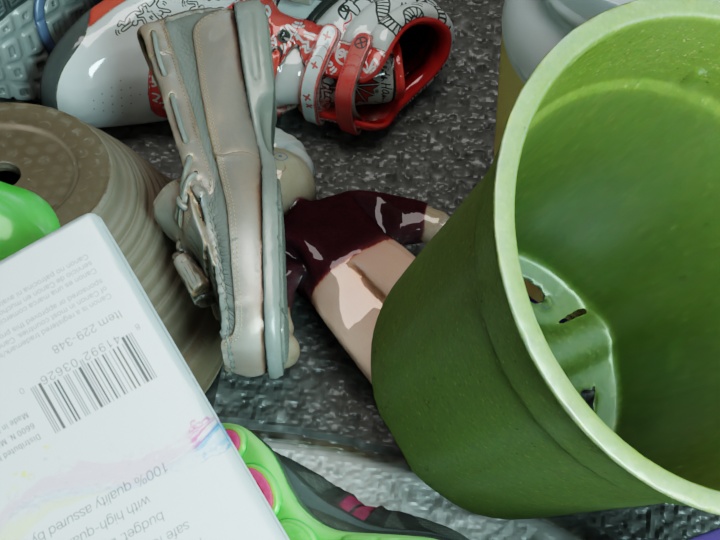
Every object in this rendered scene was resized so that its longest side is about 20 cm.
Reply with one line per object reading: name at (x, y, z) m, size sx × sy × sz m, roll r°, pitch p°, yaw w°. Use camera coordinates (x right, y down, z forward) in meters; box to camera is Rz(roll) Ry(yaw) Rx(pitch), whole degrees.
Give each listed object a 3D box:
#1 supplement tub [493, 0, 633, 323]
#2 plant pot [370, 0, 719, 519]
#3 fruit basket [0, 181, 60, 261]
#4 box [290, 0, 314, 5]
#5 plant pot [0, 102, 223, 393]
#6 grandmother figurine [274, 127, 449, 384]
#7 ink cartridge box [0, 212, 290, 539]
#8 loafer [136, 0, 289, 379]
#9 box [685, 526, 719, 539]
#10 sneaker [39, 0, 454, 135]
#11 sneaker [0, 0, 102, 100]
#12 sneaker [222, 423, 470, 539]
supplement tub at (0.131, -0.071, 1.161) m, size 0.144 × 0.201 × 0.146 m, roll 1°, pitch 43°, yaw -1°
plant pot at (0.097, 0.019, 1.035) m, size 0.199 × 0.190 × 0.201 m, roll 8°, pitch 70°, yaw -24°
fruit basket at (-0.231, -0.006, 1.053) m, size 0.215 × 0.217 × 0.155 m, roll 31°, pitch 25°, yaw 28°
box at (-0.102, -0.201, 1.284) m, size 0.199 × 0.083 × 0.068 m, roll 15°, pitch 39°, yaw 11°
plant pot at (-0.157, -0.008, 1.168) m, size 0.199 × 0.093 × 0.202 m, roll 1°, pitch 45°, yaw -1°
grandmother figurine at (0.000, 0.000, 1.189) m, size 0.121 × 0.061 × 0.200 m, roll -22°, pitch 50°, yaw -35°
ink cartridge box at (-0.111, 0.104, 0.978) m, size 0.147 × 0.086 × 0.201 m, roll -28°, pitch 72°, yaw -9°
loafer at (-0.066, -0.035, 1.155) m, size 0.062 × 0.072 × 0.201 m, roll -3°, pitch 52°, yaw -3°
box at (0.109, 0.196, 0.950) m, size 0.199 × 0.105 × 0.148 m, roll -19°, pitch 48°, yaw -21°
sneaker at (-0.050, -0.103, 1.287) m, size 0.201 × 0.068 × 0.108 m, roll -24°, pitch 47°, yaw -28°
sneaker at (-0.161, -0.150, 1.344) m, size 0.087 × 0.075 × 0.200 m, roll 12°, pitch 36°, yaw 26°
sneaker at (-0.008, 0.123, 1.058) m, size 0.200 × 0.084 × 0.077 m, roll 27°, pitch 90°, yaw 40°
